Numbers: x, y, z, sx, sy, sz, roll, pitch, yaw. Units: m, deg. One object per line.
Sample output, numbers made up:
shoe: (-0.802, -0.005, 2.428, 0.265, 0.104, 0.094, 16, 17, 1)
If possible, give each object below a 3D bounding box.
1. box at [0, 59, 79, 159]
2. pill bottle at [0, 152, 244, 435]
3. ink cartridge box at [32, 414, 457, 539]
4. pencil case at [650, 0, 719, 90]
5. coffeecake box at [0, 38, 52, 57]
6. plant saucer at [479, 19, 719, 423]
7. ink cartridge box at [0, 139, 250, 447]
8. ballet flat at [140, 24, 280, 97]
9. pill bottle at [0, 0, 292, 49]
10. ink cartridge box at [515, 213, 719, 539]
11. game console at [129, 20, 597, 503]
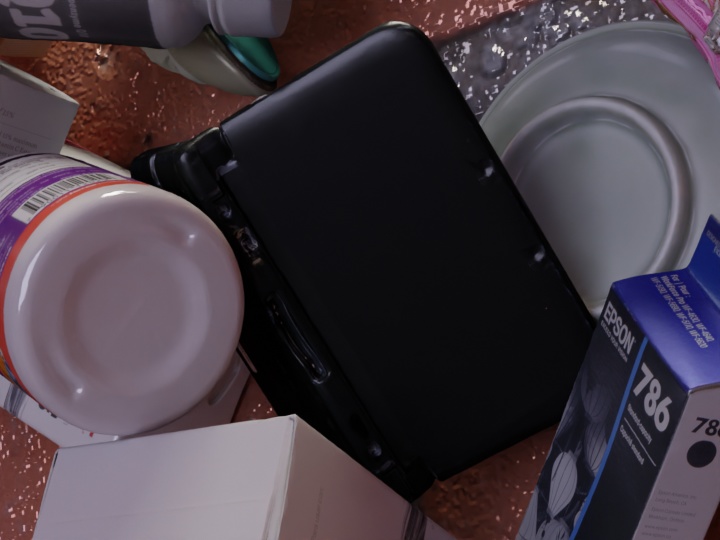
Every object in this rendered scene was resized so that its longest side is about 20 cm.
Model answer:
box: (-0.261, -0.030, 0.961, 0.097, 0.124, 0.202, 28, 96, 38)
pill bottle: (-0.144, 0.003, 0.850, 0.200, 0.111, 0.113, 20, 93, 61)
ink cartridge box: (-0.036, 0.152, 0.812, 0.145, 0.200, 0.087, -10, 53, 33)
pencil case: (0.131, -0.169, 0.797, 0.083, 0.086, 0.200, -45, 77, 8)
coffeecake box: (-0.223, -0.257, 1.080, 0.154, 0.072, 0.202, -46, 55, 48)
plant saucer: (0.115, -0.026, 0.838, 0.199, 0.050, 0.202, -8, 76, 34)
ink cartridge box: (-0.155, 0.015, 1.005, 0.199, 0.082, 0.148, 25, 95, 37)
ballet flat: (-0.105, -0.155, 1.014, 0.069, 0.069, 0.201, -42, 52, 22)
pill bottle: (-0.135, -0.174, 0.911, 0.198, 0.114, 0.115, 4, 83, 6)
ink cartridge box: (0.120, 0.081, 0.764, 0.100, 0.039, 0.202, -116, 41, -62)
game console: (0.000, 0.000, 0.852, 0.201, 0.116, 0.176, 59, 163, -11)
